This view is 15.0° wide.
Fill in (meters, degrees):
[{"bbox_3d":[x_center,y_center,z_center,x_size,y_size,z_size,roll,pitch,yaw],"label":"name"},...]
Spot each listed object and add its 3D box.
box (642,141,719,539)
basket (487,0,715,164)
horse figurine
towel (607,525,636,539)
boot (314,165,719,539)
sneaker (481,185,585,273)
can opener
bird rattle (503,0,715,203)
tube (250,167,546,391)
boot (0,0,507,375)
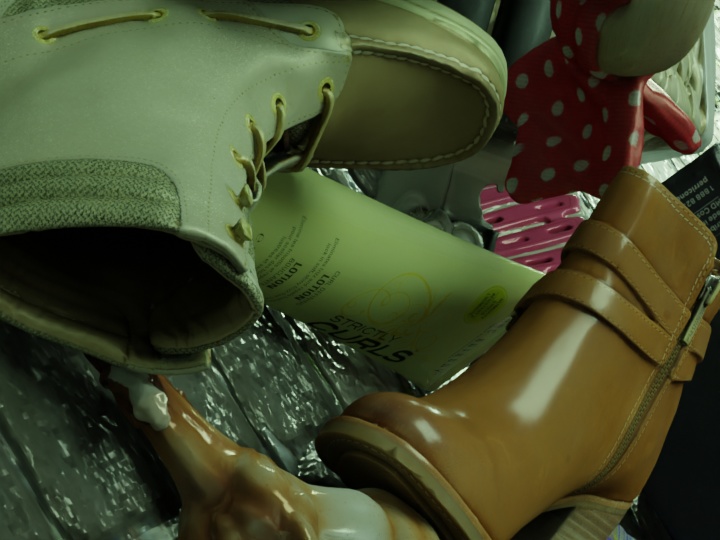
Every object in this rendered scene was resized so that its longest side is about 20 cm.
[{"bbox_3d":[0.195,0.069,1.287,0.199,0.123,0.200,59,13,20],"label":"box"},{"bbox_3d":[0.085,-0.157,1.286,0.123,0.135,0.201,34,52,-64],"label":"basket"},{"bbox_3d":[-0.001,0.099,0.877,0.200,0.050,0.133,27,16,-41],"label":"horse figurine"},{"bbox_3d":[0.131,0.169,1.150,0.200,0.023,0.144,44,21,-31],"label":"towel"},{"bbox_3d":[0.070,0.033,0.990,0.077,0.156,0.200,30,-3,34],"label":"boot"},{"bbox_3d":[0.076,0.021,1.185,0.200,0.073,0.088,-132,-145,-54],"label":"sneaker"},{"bbox_3d":[0.042,-0.074,1.131,0.052,0.201,0.066,18,-4,-14],"label":"can opener"},{"bbox_3d":[0.089,-0.129,1.040,0.163,0.112,0.201,150,-61,-73],"label":"bird rattle"},{"bbox_3d":[0.000,0.000,1.036,0.200,0.058,0.052,26,75,-50],"label":"tube"},{"bbox_3d":[-0.038,-0.033,0.879,0.199,0.072,0.155,7,37,-16],"label":"boot"}]
